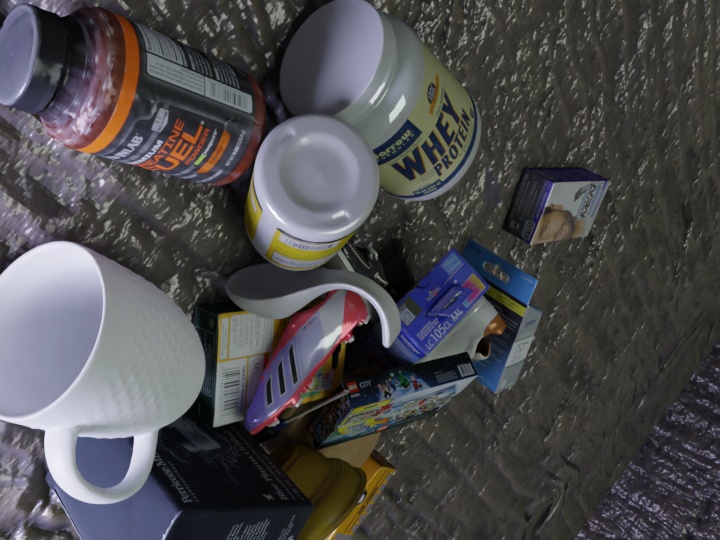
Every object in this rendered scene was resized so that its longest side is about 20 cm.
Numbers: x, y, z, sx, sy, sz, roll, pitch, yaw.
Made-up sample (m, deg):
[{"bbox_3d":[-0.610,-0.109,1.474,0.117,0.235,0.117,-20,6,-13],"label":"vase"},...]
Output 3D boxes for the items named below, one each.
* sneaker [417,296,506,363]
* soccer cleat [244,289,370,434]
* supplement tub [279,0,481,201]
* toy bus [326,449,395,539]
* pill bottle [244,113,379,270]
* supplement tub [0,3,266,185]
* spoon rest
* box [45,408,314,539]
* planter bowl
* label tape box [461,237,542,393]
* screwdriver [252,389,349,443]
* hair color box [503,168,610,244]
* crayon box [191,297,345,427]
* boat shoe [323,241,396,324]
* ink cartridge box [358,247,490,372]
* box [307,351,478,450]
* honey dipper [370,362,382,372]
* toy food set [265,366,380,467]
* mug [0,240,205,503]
[{"bbox_3d":[0.144,0.124,1.073,0.200,0.085,0.073,-49,176,40],"label":"sneaker"},{"bbox_3d":[-0.071,0.094,0.793,0.200,0.076,0.067,-48,-179,-17],"label":"soccer cleat"},{"bbox_3d":[0.025,-0.170,0.720,0.199,0.144,0.146,24,99,-53],"label":"supplement tub"},{"bbox_3d":[-0.031,0.388,1.146,0.202,0.065,0.078,-56,145,0],"label":"toy bus"},{"bbox_3d":[-0.056,-0.062,0.676,0.111,0.112,0.200,-41,180,-18],"label":"pill bottle"},{"bbox_3d":[-0.177,-0.137,0.554,0.198,0.107,0.108,9,110,-50],"label":"supplement tub"},{"bbox_3d":[-0.052,0.024,0.745,0.099,0.197,0.062,-47,146,-58],"label":"spoon rest"},{"bbox_3d":[-0.190,0.237,0.744,0.199,0.196,0.119,22,100,-52],"label":"box"},{"bbox_3d":[-0.096,0.278,0.870,0.199,0.200,0.084,-35,96,-25],"label":"planter bowl"},{"bbox_3d":[0.206,0.067,1.102,0.065,0.143,0.203,-9,123,-43],"label":"label tape box"},{"bbox_3d":[-0.084,0.186,0.871,0.028,0.199,0.029,47,42,-16],"label":"screwdriver"},{"bbox_3d":[0.335,-0.111,1.179,0.198,0.065,0.111,-8,123,-43],"label":"hair color box"},{"bbox_3d":[-0.103,0.099,0.831,0.198,0.051,0.128,-4,103,-46],"label":"crayon box"},{"bbox_3d":[0.000,0.000,0.881,0.060,0.074,0.201,-47,145,-10],"label":"boat shoe"},{"bbox_3d":[0.085,0.057,0.932,0.136,0.076,0.200,-43,174,-23],"label":"ink cartridge box"},{"bbox_3d":[0.042,0.172,0.924,0.197,0.038,0.137,-8,151,-31],"label":"box"},{"bbox_3d":[-0.008,0.196,1.054,0.201,0.038,0.038,-50,143,-3],"label":"honey dipper"},{"bbox_3d":[-0.052,0.228,0.991,0.195,0.049,0.203,3,114,-36],"label":"toy food set"},{"bbox_3d":[-0.223,0.099,0.616,0.145,0.203,0.175,-14,155,19],"label":"mug"}]
